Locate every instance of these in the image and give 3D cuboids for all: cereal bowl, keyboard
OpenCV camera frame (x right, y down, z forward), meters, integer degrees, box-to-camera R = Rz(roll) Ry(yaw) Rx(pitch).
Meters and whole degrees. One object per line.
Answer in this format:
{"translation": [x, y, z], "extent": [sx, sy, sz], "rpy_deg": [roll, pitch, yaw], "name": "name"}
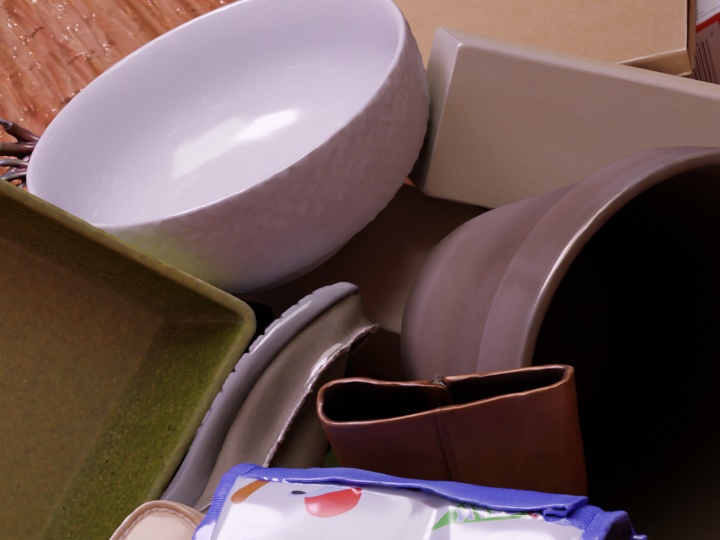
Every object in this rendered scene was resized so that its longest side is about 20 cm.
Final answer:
{"translation": [-0.054, -0.050, 1.340], "extent": [0.200, 0.083, 0.200], "rpy_deg": [-20, 30, 12], "name": "cereal bowl"}
{"translation": [-0.055, -0.084, 1.525], "extent": [0.056, 0.011, 0.200], "rpy_deg": [-10, 1, 1], "name": "keyboard"}

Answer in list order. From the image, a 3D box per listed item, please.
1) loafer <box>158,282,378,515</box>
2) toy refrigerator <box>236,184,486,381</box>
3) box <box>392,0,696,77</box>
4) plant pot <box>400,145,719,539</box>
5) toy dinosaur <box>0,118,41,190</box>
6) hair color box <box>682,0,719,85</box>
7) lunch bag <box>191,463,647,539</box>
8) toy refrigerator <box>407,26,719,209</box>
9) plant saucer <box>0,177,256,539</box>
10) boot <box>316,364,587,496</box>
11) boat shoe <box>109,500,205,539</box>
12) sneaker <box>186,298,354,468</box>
{"translation": [-0.045, 0.098, 1.254], "extent": [0.070, 0.075, 0.200], "rpy_deg": [32, 91, 7], "name": "loafer"}
{"translation": [0.000, 0.000, 1.402], "extent": [0.200, 0.070, 0.076], "rpy_deg": [20, 67, 42], "name": "toy refrigerator"}
{"translation": [0.077, -0.133, 1.473], "extent": [0.200, 0.021, 0.164], "rpy_deg": [-11, 37, 15], "name": "box"}
{"translation": [0.108, 0.040, 1.237], "extent": [0.200, 0.200, 0.173], "rpy_deg": [-32, 20, -22], "name": "plant pot"}
{"translation": [-0.140, -0.050, 1.475], "extent": [0.200, 0.105, 0.181], "rpy_deg": [-46, 21, -15], "name": "toy dinosaur"}
{"translation": [0.114, -0.131, 1.526], "extent": [0.111, 0.064, 0.200], "rpy_deg": [-31, 37, -17], "name": "hair color box"}
{"translation": [0.017, 0.176, 1.042], "extent": [0.170, 0.200, 0.124], "rpy_deg": [4, 0, 28], "name": "lunch bag"}
{"translation": [0.128, -0.059, 1.359], "extent": [0.200, 0.076, 0.070], "rpy_deg": [10, 10, -10], "name": "toy refrigerator"}
{"translation": [-0.179, 0.057, 1.248], "extent": [0.200, 0.200, 0.048], "rpy_deg": [-60, 22, 5], "name": "plant saucer"}
{"translation": [0.094, 0.114, 1.099], "extent": [0.188, 0.200, 0.069], "rpy_deg": [0, 34, 22], "name": "boot"}
{"translation": [-0.108, 0.178, 1.157], "extent": [0.074, 0.069, 0.200], "rpy_deg": [14, 64, 15], "name": "boat shoe"}
{"translation": [-0.075, 0.048, 1.357], "extent": [0.200, 0.084, 0.077], "rpy_deg": [17, 18, 32], "name": "sneaker"}
